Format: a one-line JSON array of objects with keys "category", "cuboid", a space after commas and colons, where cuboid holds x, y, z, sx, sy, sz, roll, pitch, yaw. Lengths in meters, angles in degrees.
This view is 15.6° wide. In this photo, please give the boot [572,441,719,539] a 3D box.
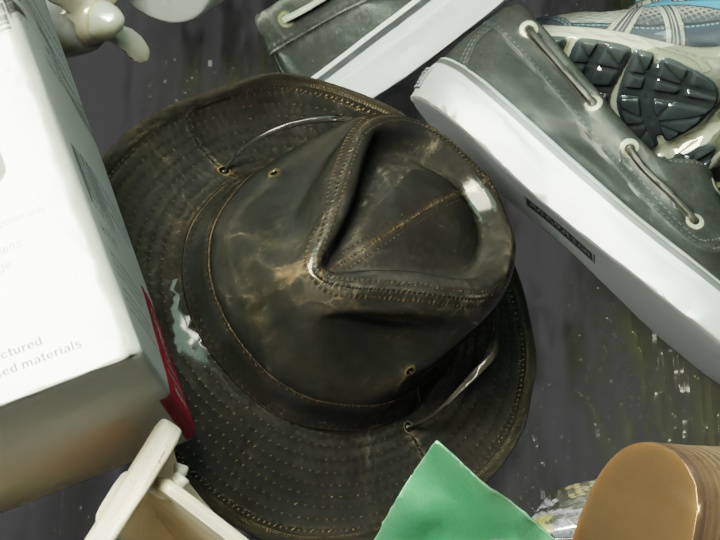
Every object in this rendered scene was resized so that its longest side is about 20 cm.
[{"category": "boot", "cuboid": [0.103, 0.149, 0.827, 0.077, 0.155, 0.200, 22, 94, 44]}]

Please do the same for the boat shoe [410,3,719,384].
[{"category": "boat shoe", "cuboid": [0.108, -0.022, 0.986, 0.200, 0.069, 0.057, 42, 83, 7]}]

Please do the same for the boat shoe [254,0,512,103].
[{"category": "boat shoe", "cuboid": [0.034, -0.131, 1.030, 0.071, 0.200, 0.072, 52, 26, -1]}]

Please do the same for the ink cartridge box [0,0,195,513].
[{"category": "ink cartridge box", "cuboid": [-0.130, -0.036, 0.844, 0.083, 0.145, 0.200, -21, 76, -1]}]

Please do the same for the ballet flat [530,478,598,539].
[{"category": "ballet flat", "cuboid": [0.152, 0.113, 0.922, 0.200, 0.072, 0.072, 15, 56, 11]}]

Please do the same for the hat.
[{"category": "hat", "cuboid": [0.000, 0.000, 0.946, 0.200, 0.081, 0.201, 15, 60, -28]}]

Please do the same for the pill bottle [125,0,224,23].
[{"category": "pill bottle", "cuboid": [-0.024, -0.190, 1.102, 0.110, 0.110, 0.200, 36, 55, 25]}]

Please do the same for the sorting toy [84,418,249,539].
[{"category": "sorting toy", "cuboid": [-0.051, 0.178, 0.845, 0.200, 0.107, 0.180, 40, 72, -16]}]

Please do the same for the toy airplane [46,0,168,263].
[{"category": "toy airplane", "cuboid": [-0.169, -0.036, 0.993, 0.199, 0.141, 0.200, -11, 55, -5]}]

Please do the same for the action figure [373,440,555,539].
[{"category": "action figure", "cuboid": [0.004, 0.161, 0.765, 0.118, 0.200, 0.055, 46, 28, 16]}]

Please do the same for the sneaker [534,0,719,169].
[{"category": "sneaker", "cuboid": [0.134, -0.079, 1.066, 0.200, 0.078, 0.086, 0, 33, 4]}]
